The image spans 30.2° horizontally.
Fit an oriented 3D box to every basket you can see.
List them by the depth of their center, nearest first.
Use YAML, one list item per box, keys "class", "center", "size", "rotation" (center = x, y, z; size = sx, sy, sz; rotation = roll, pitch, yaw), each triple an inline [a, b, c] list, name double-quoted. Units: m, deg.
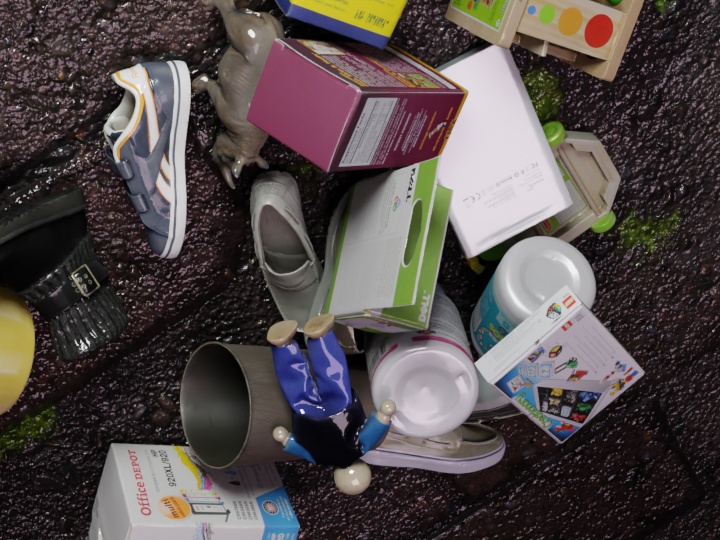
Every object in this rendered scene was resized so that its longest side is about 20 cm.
- class: "basket"
  center: [-0.076, 0.149, 1.492]
  size: [0.199, 0.180, 0.137]
  rotation: [3, 90, -32]

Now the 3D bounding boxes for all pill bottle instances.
- class: "pill bottle"
  center: [0.061, 0.085, 1.453]
  size: [0.112, 0.200, 0.114]
  rotation: [-2, 115, -3]
- class: "pill bottle"
  center: [0.188, 0.050, 1.510]
  size: [0.110, 0.111, 0.200]
  rotation: [-12, 158, -13]

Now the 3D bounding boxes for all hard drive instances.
- class: "hard drive"
  center: [0.132, -0.130, 1.426]
  size: [0.131, 0.026, 0.201]
  rotation: [-27, 109, -2]

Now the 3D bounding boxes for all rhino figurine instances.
- class: "rhino figurine"
  center: [-0.118, -0.167, 1.298]
  size: [0.060, 0.087, 0.201]
  rotation: [-25, 135, -44]

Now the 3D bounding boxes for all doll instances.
- class: "doll"
  center: [-0.029, 0.145, 1.365]
  size: [0.136, 0.049, 0.201]
  rotation: [-11, 112, 14]

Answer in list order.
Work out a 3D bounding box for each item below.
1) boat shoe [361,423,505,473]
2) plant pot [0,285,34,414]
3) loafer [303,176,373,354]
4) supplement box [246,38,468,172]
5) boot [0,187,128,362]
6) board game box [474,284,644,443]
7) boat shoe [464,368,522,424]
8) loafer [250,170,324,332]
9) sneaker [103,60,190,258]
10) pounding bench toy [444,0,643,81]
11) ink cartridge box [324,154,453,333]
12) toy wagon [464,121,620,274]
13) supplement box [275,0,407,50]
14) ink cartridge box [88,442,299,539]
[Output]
- class: "boat shoe"
  center: [0.089, 0.204, 1.631]
  size: [0.199, 0.072, 0.062]
  rotation: [2, 123, -19]
- class: "plant pot"
  center: [-0.429, 0.068, 1.287]
  size: [0.188, 0.201, 0.201]
  rotation: [12, 117, -45]
- class: "loafer"
  center: [0.000, 0.000, 1.432]
  size: [0.075, 0.069, 0.201]
  rotation: [4, 102, -66]
- class: "supplement box"
  center: [0.001, -0.160, 1.285]
  size: [0.200, 0.110, 0.086]
  rotation: [-11, 130, -55]
- class: "boot"
  center: [-0.312, 0.020, 1.274]
  size: [0.211, 0.079, 0.159]
  rotation: [-30, 109, -53]
- class: "board game box"
  center: [0.217, 0.105, 1.426]
  size: [0.126, 0.035, 0.200]
  rotation: [-41, 141, 7]
- class: "boat shoe"
  center: [0.124, 0.149, 1.549]
  size: [0.064, 0.199, 0.071]
  rotation: [33, 64, -31]
- class: "loafer"
  center: [-0.080, -0.010, 1.424]
  size: [0.069, 0.070, 0.201]
  rotation: [-8, 124, 11]
- class: "sneaker"
  center: [-0.214, -0.108, 1.316]
  size: [0.079, 0.078, 0.201]
  rotation: [-5, 112, -23]
- class: "pounding bench toy"
  center: [0.206, -0.309, 1.311]
  size: [0.155, 0.124, 0.201]
  rotation: [11, 107, -27]
- class: "ink cartridge box"
  center: [0.048, -0.019, 1.302]
  size: [0.075, 0.200, 0.149]
  rotation: [16, 79, -23]
- class: "toy wagon"
  center: [0.198, -0.073, 1.515]
  size: [0.199, 0.040, 0.155]
  rotation: [-35, 126, 4]
- class: "supplement box"
  center: [0.003, -0.328, 1.235]
  size: [0.108, 0.110, 0.201]
  rotation: [14, 116, -28]
- class: "ink cartridge box"
  center: [-0.197, 0.301, 1.538]
  size: [0.199, 0.147, 0.145]
  rotation: [6, 119, -24]
